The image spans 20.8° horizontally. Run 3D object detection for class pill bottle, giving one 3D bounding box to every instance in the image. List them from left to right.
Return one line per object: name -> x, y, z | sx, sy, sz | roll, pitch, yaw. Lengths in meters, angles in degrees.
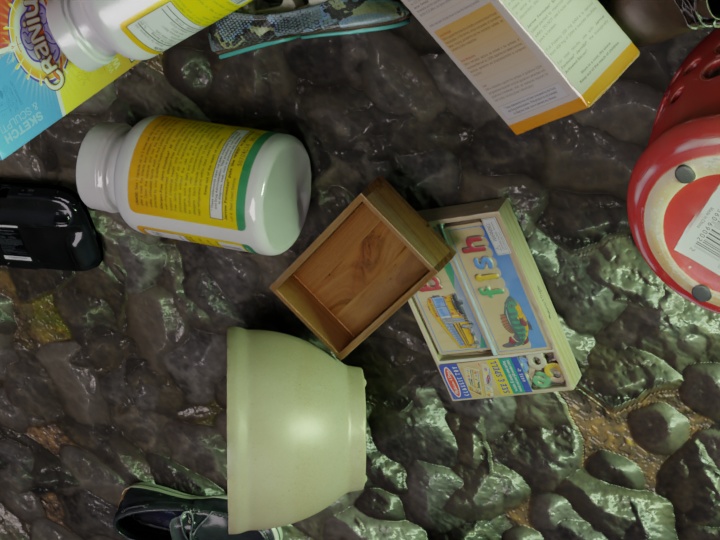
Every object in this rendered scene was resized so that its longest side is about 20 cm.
pill bottle -> -0.167, -0.246, 1.669 | 0.200, 0.104, 0.104 | -26, 109, 21
pill bottle -> -0.156, -0.083, 1.812 | 0.200, 0.113, 0.113 | 10, 127, 23

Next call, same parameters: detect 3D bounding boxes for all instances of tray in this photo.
tray -> 0.000, 0.000, 1.813 | 0.099, 0.037, 0.200 | 46, 142, 0

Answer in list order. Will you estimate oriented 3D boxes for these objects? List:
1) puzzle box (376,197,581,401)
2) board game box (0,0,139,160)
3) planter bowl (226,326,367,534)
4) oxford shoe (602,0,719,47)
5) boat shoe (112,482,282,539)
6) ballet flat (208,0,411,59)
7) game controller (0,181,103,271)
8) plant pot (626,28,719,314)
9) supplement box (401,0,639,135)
puzzle box -> 0.109, 0.030, 1.808 | 0.133, 0.025, 0.200 | -8, 119, 34
board game box -> -0.286, -0.212, 1.726 | 0.040, 0.200, 0.153 | 6, 128, 44
planter bowl -> -0.062, 0.153, 1.902 | 0.135, 0.200, 0.200 | -1, 128, -4
oxford shoe -> 0.257, -0.217, 1.505 | 0.200, 0.084, 0.073 | -26, 110, 41
boat shoe -> -0.179, 0.278, 2.128 | 0.200, 0.062, 0.075 | 8, 125, 22
ballet flat -> -0.051, -0.227, 1.681 | 0.200, 0.074, 0.074 | -7, 120, 29
game controller -> -0.357, -0.045, 2.008 | 0.200, 0.042, 0.104 | 5, 140, 27
plant pot -> 0.314, -0.072, 1.517 | 0.200, 0.183, 0.201 | 14, 130, 17
supplement box -> 0.111, -0.214, 1.565 | 0.200, 0.074, 0.126 | 48, 159, -11
